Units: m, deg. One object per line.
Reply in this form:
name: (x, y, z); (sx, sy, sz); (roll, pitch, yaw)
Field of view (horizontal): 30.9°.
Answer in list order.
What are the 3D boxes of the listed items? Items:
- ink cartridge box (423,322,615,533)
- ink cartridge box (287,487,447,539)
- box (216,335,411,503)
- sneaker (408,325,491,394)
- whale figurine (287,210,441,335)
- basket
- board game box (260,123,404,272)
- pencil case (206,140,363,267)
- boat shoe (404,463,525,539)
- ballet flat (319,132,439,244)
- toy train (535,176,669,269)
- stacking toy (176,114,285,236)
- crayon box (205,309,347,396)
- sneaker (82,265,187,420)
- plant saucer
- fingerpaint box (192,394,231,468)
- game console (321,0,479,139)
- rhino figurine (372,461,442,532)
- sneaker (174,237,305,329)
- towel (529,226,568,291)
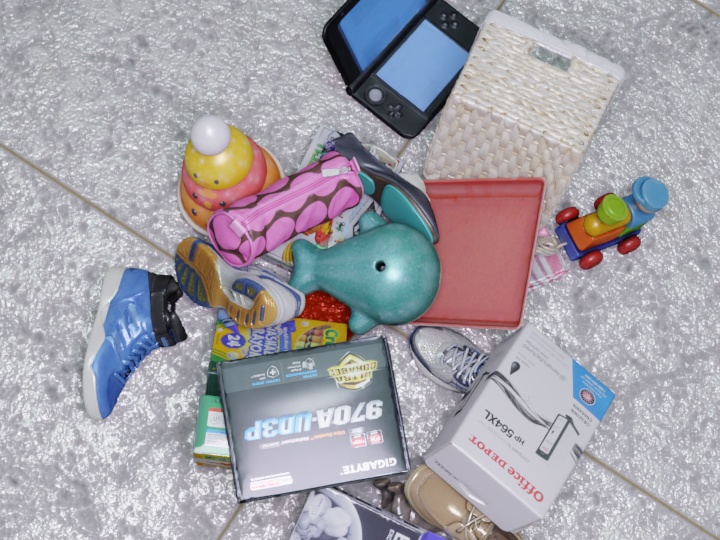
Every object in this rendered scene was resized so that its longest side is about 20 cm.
ink cartridge box: (0.192, 0.189, 1.560); (0.146, 0.084, 0.200); (39, 58, -4)
ink cartridge box: (-0.005, 0.380, 1.566); (0.199, 0.043, 0.199); (25, 93, 1)
box: (-0.055, 0.168, 1.478); (0.199, 0.046, 0.160); (-8, 77, -8)
sneaker: (0.152, 0.130, 1.665); (0.200, 0.085, 0.077); (35, 73, 6)
whale figurine: (0.000, 0.000, 1.634); (0.199, 0.104, 0.160); (6, 83, 14)
basket: (0.206, -0.191, 1.688); (0.198, 0.200, 0.161); (25, 57, 3)
board game box: (-0.038, -0.082, 1.734); (0.126, 0.035, 0.201); (24, 73, 2)
pencil case: (-0.091, -0.081, 1.631); (0.200, 0.094, 0.091); (-33, 96, -28)
boat shoe: (0.138, 0.300, 1.574); (0.200, 0.064, 0.071); (37, 86, -26)
ballet flat: (0.039, -0.113, 1.695); (0.200, 0.073, 0.073); (38, 73, 15)
toy train: (0.303, -0.058, 1.698); (0.199, 0.116, 0.085); (-20, 75, -29)
stacking toy: (-0.180, -0.138, 1.644); (0.145, 0.200, 0.147); (-3, 68, 6)
crayon box: (-0.087, 0.115, 1.631); (0.199, 0.052, 0.126); (7, 36, -4)
sneaker: (-0.278, 0.094, 1.636); (0.111, 0.077, 0.201); (5, 66, 6)
plant saucer: (0.140, -0.019, 1.665); (0.199, 0.037, 0.201); (1, 71, 34)
fingerpaint box: (-0.098, 0.204, 1.575); (0.199, 0.167, 0.074); (7, 76, -3)
game console: (0.068, -0.314, 1.771); (0.176, 0.116, 0.200); (39, 74, 6)
rhino figurine: (0.048, 0.300, 1.614); (0.199, 0.060, 0.088); (-20, 100, -10)
sneaker: (-0.155, 0.018, 1.664); (0.200, 0.088, 0.076); (34, 115, 35)
towel: (0.162, -0.026, 1.741); (0.199, 0.030, 0.147); (-20, 76, -11)
